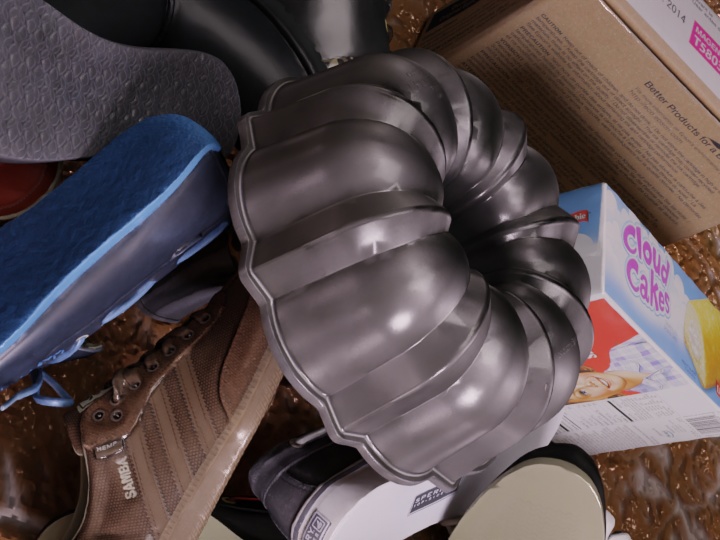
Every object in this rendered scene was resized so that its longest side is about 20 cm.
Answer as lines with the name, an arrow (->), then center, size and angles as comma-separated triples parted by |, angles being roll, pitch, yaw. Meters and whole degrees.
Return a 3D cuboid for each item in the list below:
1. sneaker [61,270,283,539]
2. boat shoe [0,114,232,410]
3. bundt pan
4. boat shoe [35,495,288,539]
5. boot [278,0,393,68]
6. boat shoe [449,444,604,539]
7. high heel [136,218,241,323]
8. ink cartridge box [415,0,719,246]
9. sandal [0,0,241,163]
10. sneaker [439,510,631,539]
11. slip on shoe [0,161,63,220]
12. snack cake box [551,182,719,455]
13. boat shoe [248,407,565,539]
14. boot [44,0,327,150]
sneaker -> -0.086, 0.063, 0.673 | 0.075, 0.070, 0.202 | 28, 77, -7
boat shoe -> -0.133, 0.018, 0.684 | 0.084, 0.199, 0.069 | 54, -3, 41
bundt pan -> 0.036, -0.010, 0.690 | 0.201, 0.075, 0.204 | 33, 45, -40
boat shoe -> -0.064, 0.146, 0.748 | 0.199, 0.063, 0.075 | 10, 96, -24
boot -> 0.006, -0.163, 0.932 | 0.202, 0.073, 0.156 | -8, 82, -43
boat shoe -> 0.080, 0.158, 0.782 | 0.073, 0.203, 0.063 | 21, 39, 13
high heel -> 0.000, 0.000, 0.803 | 0.198, 0.142, 0.072 | 6, 67, -39
ink cartridge box -> 0.152, -0.107, 0.966 | 0.200, 0.164, 0.076 | 41, 51, -21
sandal -> -0.139, -0.080, 0.702 | 0.199, 0.042, 0.077 | 14, 79, -48
sneaker -> 0.074, 0.132, 0.868 | 0.200, 0.075, 0.081 | 46, 58, -16
slip on shoe -> -0.221, -0.079, 0.685 | 0.199, 0.061, 0.075 | 31, 86, -24
snack cake box -> 0.128, 0.036, 0.883 | 0.200, 0.114, 0.068 | 39, 48, -47
boat shoe -> 0.026, 0.087, 0.771 | 0.068, 0.072, 0.199 | 39, 37, 28
boot -> -0.117, -0.112, 0.792 | 0.168, 0.076, 0.201 | -34, 91, -46
